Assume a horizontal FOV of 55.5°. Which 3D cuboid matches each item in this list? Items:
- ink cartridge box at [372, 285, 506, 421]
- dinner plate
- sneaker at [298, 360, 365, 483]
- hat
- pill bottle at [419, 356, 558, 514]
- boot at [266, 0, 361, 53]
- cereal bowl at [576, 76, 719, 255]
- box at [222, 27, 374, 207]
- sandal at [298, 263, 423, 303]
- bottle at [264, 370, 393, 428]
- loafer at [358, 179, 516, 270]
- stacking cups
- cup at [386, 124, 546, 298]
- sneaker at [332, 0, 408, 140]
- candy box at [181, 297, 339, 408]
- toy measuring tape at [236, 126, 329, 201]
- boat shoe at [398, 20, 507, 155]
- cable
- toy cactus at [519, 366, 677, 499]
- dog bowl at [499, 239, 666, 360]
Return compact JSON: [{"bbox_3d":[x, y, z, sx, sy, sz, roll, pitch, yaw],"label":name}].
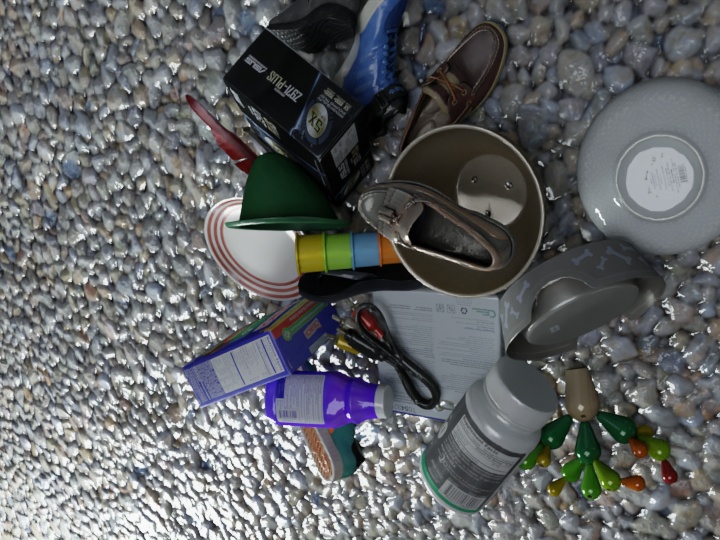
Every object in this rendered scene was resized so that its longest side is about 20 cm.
[{"bbox_3d":[0.115,0.118,0.993,0.192,0.043,0.205,5,111,27],"label":"ink cartridge box"},{"bbox_3d":[-0.153,-0.035,1.070,0.196,0.024,0.203,16,136,16],"label":"dinner plate"},{"bbox_3d":[-0.055,0.236,1.112,0.071,0.079,0.204,-40,65,46],"label":"sneaker"},{"bbox_3d":[-0.107,-0.147,0.904,0.164,0.196,0.181,-2,89,52],"label":"hat"},{"bbox_3d":[0.169,0.219,0.911,0.112,0.113,0.202,37,120,13],"label":"pill bottle"},{"bbox_3d":[-0.048,-0.371,0.913,0.198,0.069,0.135,13,85,50],"label":"boot"},{"bbox_3d":[0.340,-0.112,0.776,0.196,0.083,0.206,9,109,26],"label":"cereal bowl"},{"bbox_3d":[-0.072,-0.191,0.898,0.163,0.200,0.086,41,85,11],"label":"box"},{"bbox_3d":[0.000,0.000,0.991,0.195,0.077,0.043,-9,129,15],"label":"sandal"},{"bbox_3d":[-0.048,0.192,1.024,0.195,0.065,0.086,-3,82,23],"label":"bottle"},{"bbox_3d":[0.079,-0.052,0.779,0.196,0.063,0.074,22,114,21],"label":"loafer"},{"bbox_3d":[0.007,-0.033,0.958,0.194,0.061,0.062,-6,105,-2],"label":"stacking cups"},{"bbox_3d":[0.146,-0.084,0.853,0.196,0.143,0.206,9,109,26],"label":"cup"},{"bbox_3d":[0.034,-0.263,0.894,0.111,0.076,0.201,44,125,16],"label":"sneaker"},{"bbox_3d":[-0.150,0.120,1.061,0.197,0.169,0.078,-23,97,31],"label":"candy box"},{"bbox_3d":[-0.120,-0.131,1.026,0.199,0.073,0.074,41,120,11],"label":"toy measuring tape"},{"bbox_3d":[0.111,-0.221,0.870,0.072,0.072,0.201,44,121,8],"label":"boat shoe"},{"bbox_3d":[0.044,0.114,0.995,0.198,0.050,0.098,33,114,2],"label":"cable"},{"bbox_3d":[0.305,0.214,0.906,0.196,0.101,0.170,-11,82,33],"label":"toy cactus"},{"bbox_3d":[0.254,0.036,0.812,0.199,0.198,0.060,-37,57,31],"label":"dog bowl"}]
